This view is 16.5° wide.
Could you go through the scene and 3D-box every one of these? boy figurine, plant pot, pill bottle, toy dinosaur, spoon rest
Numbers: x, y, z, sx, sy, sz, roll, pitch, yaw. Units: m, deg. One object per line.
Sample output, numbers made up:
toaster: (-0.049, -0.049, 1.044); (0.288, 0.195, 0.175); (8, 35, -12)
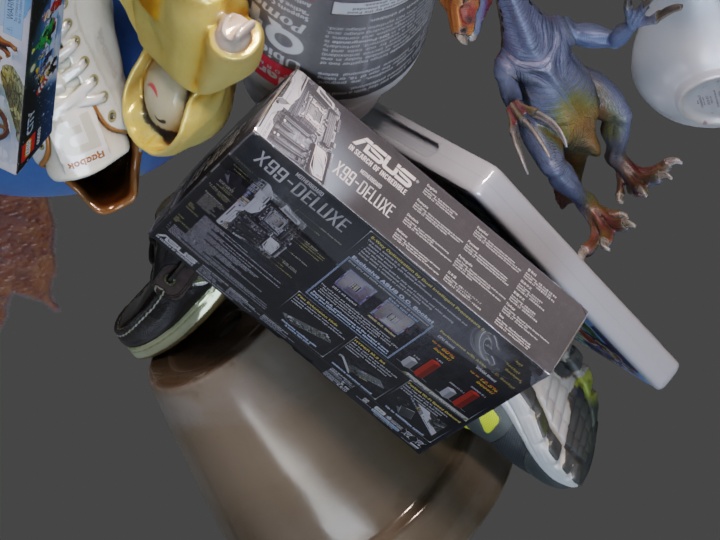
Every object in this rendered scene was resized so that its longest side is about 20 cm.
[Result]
boy figurine: (-0.096, -0.136, 1.231); (0.064, 0.124, 0.200); (-36, 153, -24)
plant pot: (-0.033, 0.090, 1.521); (0.199, 0.200, 0.174); (-28, 115, 26)
pill bottle: (-0.014, -0.152, 1.268); (0.110, 0.111, 0.200); (3, 156, -6)
toy dinosaur: (0.091, -0.095, 1.351); (0.182, 0.105, 0.200); (51, 157, -14)
spoon rest: (0.192, -0.141, 1.358); (0.099, 0.061, 0.200); (-8, 151, 9)

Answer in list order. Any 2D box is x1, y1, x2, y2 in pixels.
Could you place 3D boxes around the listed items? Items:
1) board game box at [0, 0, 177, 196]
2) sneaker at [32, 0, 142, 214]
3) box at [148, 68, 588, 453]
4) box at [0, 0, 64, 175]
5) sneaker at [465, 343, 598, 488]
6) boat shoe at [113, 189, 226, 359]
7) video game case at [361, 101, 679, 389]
board game box: (-0.174, -0.119, 1.375); (0.157, 0.039, 0.200); (-4, 143, -5)
sneaker: (-0.150, -0.102, 1.284); (0.073, 0.085, 0.200); (-21, 146, 3)
box: (0.000, 0.000, 1.315); (0.200, 0.050, 0.158); (39, 149, -7)
box: (-0.209, -0.151, 1.194); (0.136, 0.038, 0.200); (25, 139, 10)
sneaker: (0.068, 0.057, 1.458); (0.084, 0.075, 0.200); (-11, 133, 38)
boat shoe: (-0.092, -0.022, 1.468); (0.065, 0.073, 0.200); (36, 126, -15)
video game case: (0.072, -0.024, 1.402); (0.023, 0.182, 0.200); (-50, 129, -6)
